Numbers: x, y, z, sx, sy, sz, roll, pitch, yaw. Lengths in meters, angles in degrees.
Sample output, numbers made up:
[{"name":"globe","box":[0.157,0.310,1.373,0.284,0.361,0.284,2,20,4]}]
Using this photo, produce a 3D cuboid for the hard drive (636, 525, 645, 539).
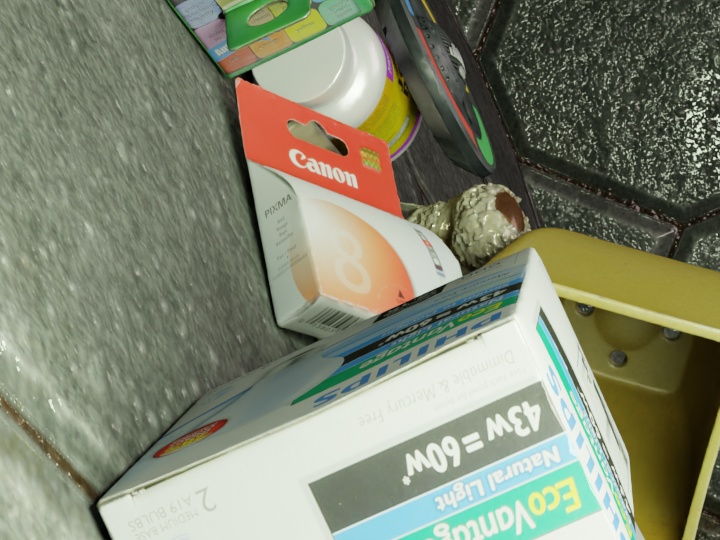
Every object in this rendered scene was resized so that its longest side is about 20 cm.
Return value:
[{"name":"hard drive","box":[0.143,0.167,1.059,0.132,0.026,0.200,38,18,-38]}]

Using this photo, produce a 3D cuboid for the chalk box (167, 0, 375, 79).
[{"name":"chalk box","box":[-0.075,-0.229,1.222,0.124,0.124,0.200,52,20,-53]}]

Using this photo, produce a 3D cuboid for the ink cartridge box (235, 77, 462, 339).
[{"name":"ink cartridge box","box":[-0.001,-0.038,1.207,0.162,0.050,0.201,19,51,-43]}]

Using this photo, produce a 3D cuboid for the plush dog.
[{"name":"plush dog","box":[0.071,0.041,1.417,0.200,0.160,0.172,52,38,-64]}]

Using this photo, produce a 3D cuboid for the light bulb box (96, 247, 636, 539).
[{"name":"light bulb box","box":[0.013,0.096,0.797,0.125,0.198,0.200,64,10,-4]}]

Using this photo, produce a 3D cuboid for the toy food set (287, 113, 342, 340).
[{"name":"toy food set","box":[0.000,0.000,1.285,0.144,0.060,0.201,47,23,-62]}]

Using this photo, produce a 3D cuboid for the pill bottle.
[{"name":"pill bottle","box":[-0.021,-0.144,1.358,0.200,0.104,0.105,25,44,-74]}]

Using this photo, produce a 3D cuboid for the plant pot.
[{"name":"plant pot","box":[0.185,0.071,1.318,0.200,0.194,0.196,-51,154,-61]}]

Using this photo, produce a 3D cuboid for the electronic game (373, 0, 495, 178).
[{"name":"electronic game","box":[0.060,-0.166,1.406,0.200,0.042,0.200,61,11,-21]}]
